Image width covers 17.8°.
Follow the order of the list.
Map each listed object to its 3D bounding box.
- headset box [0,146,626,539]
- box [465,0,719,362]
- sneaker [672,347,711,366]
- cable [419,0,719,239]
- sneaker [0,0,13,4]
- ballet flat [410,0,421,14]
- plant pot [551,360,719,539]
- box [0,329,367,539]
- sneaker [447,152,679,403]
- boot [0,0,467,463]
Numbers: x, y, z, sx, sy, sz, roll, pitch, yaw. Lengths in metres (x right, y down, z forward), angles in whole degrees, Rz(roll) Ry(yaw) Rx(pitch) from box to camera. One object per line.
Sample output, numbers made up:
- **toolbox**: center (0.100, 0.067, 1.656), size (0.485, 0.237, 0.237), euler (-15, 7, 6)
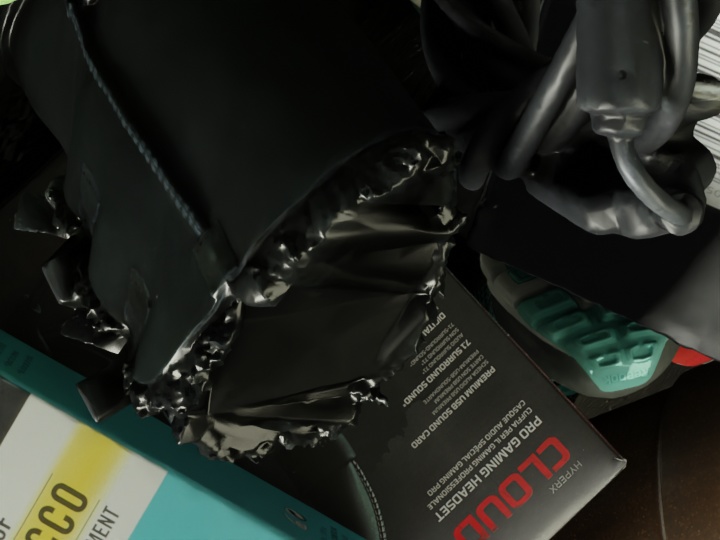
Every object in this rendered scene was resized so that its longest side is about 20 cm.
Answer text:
- **headset box**: center (-0.032, 0.047, 0.686), size (0.149, 0.200, 0.077), euler (-43, -174, -3)
- **box**: center (0.140, -0.110, 0.739), size (0.200, 0.117, 0.197), euler (-57, 168, -43)
- **sneaker**: center (0.145, -0.037, 1.036), size (0.085, 0.077, 0.200), euler (-26, 135, -34)
- **cable**: center (0.039, -0.097, 0.546), size (0.051, 0.200, 0.164), euler (-9, 106, -8)
- **sneaker**: center (-0.059, -0.134, 0.485), size (0.084, 0.077, 0.200), euler (-17, 145, -58)
- **ballet flat**: center (0.028, -0.128, 0.694), size (0.070, 0.067, 0.200), euler (-10, 147, -17)
- **plant pot**: center (0.104, 0.139, 0.874), size (0.198, 0.201, 0.200), euler (-18, 169, 24)
- **box**: center (-0.091, 0.070, 0.617), size (0.082, 0.200, 0.049), euler (-60, -174, 5)
- **sneaker**: center (0.074, 0.016, 0.843), size (0.077, 0.200, 0.091), euler (-9, 109, -6)
- **boot**: center (-0.021, -0.066, 0.548), size (0.073, 0.163, 0.198), euler (10, 128, -36)
